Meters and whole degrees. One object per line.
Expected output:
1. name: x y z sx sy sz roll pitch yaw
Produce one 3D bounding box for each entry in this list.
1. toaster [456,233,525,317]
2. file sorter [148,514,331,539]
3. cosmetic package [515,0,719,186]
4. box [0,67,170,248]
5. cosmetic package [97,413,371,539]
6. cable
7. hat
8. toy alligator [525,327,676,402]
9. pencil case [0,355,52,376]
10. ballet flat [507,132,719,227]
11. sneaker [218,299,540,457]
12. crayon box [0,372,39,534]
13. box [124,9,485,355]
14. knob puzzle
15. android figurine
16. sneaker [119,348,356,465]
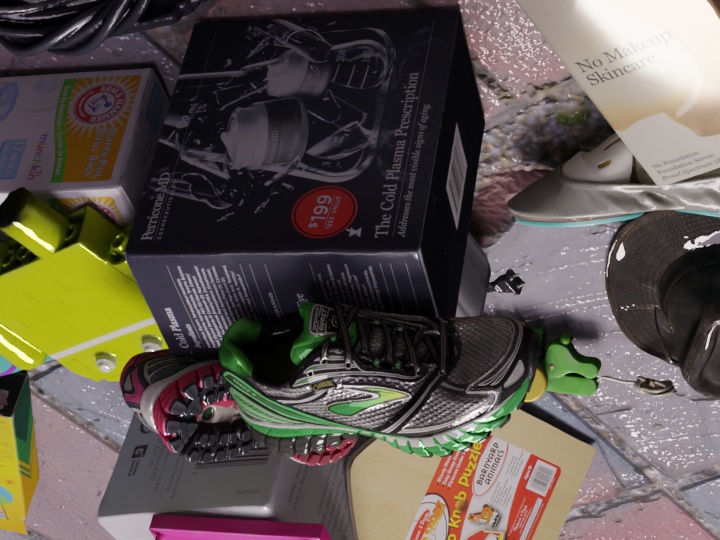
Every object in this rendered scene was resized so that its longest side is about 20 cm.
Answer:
1. toaster: 0.000 0.000 1.166 0.199 0.114 0.129 -13 132 30
2. file sorter: -0.079 0.293 1.256 0.138 0.126 0.201 0 141 20
3. cosmetic package: 0.172 -0.149 0.975 0.105 0.071 0.200 -20 131 34
4. box: -0.228 -0.061 1.150 0.198 0.113 0.102 -1 142 15
5. cosmetic package: -0.076 0.180 1.353 0.164 0.166 0.200 -8 136 29
6. cable: -0.191 -0.206 1.020 0.198 0.051 0.164 -6 137 22
7. hat: 0.260 0.039 1.167 0.199 0.081 0.201 8 140 7
8. toy alligator: 0.138 0.067 1.259 0.198 0.059 0.055 -1 98 16
9. pencil case: -0.279 0.043 1.233 0.092 0.199 0.086 21 117 41
10. ballet flat: 0.194 -0.066 1.089 0.198 0.067 0.064 0 112 13
11. sneaker: 0.007 0.057 0.944 0.199 0.078 0.085 -10 136 25
12. crayon box: -0.357 0.156 1.492 0.126 0.051 0.201 11 140 2
13. box: -0.028 -0.054 1.039 0.181 0.201 0.104 -2 140 15
14. knob puzzle: 0.071 0.185 1.335 0.219 0.221 0.030 33 174 -23
15. android figurine: -0.185 0.021 1.125 0.181 0.041 0.200 -18 136 32
16. sneaker: -0.065 0.077 1.096 0.199 0.081 0.074 9 -166 -46
